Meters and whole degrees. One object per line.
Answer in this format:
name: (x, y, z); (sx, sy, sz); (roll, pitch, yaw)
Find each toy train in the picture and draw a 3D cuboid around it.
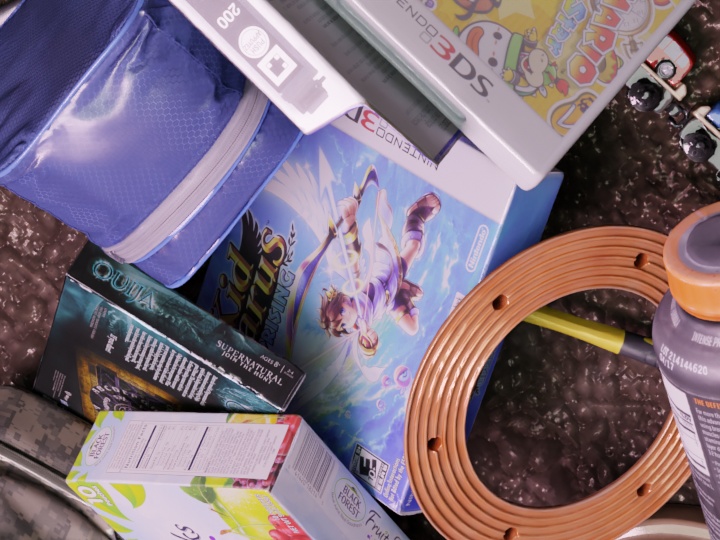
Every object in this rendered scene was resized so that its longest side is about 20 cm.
toy train: (0.155, -0.111, 1.251); (0.200, 0.034, 0.046); (43, 99, -2)

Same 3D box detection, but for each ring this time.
ring: (0.110, 0.065, 1.230); (0.199, 0.019, 0.202); (-11, 119, -21)

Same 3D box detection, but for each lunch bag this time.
lunch bag: (-0.109, -0.093, 1.221); (0.132, 0.200, 0.136); (36, 109, -25)
lunch bag: (-0.214, 0.195, 1.325); (0.139, 0.168, 0.201); (31, 122, 5)

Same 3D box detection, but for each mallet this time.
mallet: (0.135, 0.042, 1.278); (0.199, 0.066, 0.041); (22, 124, 4)

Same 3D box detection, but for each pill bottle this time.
pill bottle: (0.212, 0.061, 1.202); (0.105, 0.107, 0.201); (-11, 125, 15)

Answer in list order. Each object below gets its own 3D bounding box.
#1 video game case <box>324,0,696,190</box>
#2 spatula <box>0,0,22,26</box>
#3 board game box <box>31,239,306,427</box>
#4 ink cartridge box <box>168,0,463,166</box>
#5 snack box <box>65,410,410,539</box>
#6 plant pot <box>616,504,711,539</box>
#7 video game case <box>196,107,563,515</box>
video game case: (0.077, -0.168, 1.185); (0.182, 0.200, 0.023); (43, 151, -2)
spatula: (-0.159, -0.155, 1.310); (0.199, 0.021, 0.057); (-20, 129, 21)
board game box: (-0.111, 0.065, 1.286); (0.135, 0.200, 0.028); (32, 64, 0)
ink cartridge box: (-0.023, -0.135, 1.195); (0.200, 0.198, 0.043); (44, 112, -1)
snack box: (-0.048, 0.151, 1.278); (0.141, 0.053, 0.200); (0, 143, 37)
plant pot: (0.173, 0.241, 1.310); (0.199, 0.093, 0.203); (3, 104, 12)
video game case: (0.000, 0.000, 1.263); (0.181, 0.045, 0.201); (33, 112, 36)
